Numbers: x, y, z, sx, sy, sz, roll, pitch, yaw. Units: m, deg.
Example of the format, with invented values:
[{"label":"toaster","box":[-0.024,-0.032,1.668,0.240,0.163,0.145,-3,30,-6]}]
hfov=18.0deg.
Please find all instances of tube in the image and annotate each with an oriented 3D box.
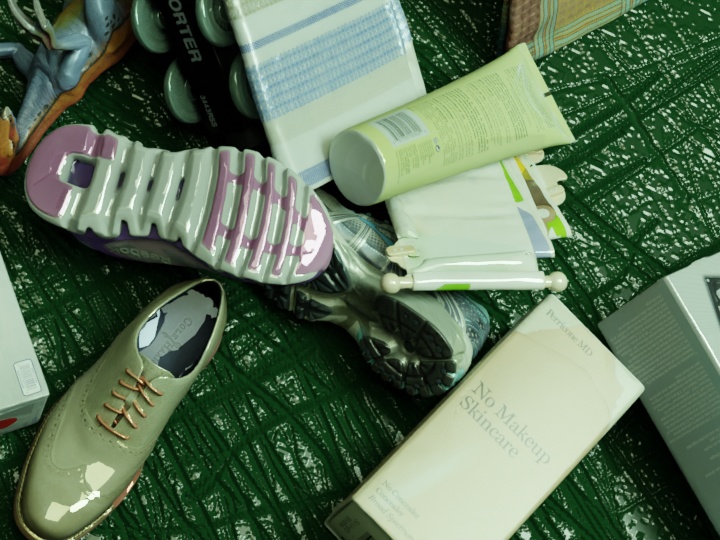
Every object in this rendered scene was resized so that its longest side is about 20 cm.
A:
[{"label":"tube","box":[0.064,-0.092,1.500,0.052,0.058,0.199,23,33,37]}]

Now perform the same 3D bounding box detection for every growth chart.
[{"label":"growth chart","box":[0.071,-0.051,1.506,0.144,0.018,0.201,4,40,-13]}]

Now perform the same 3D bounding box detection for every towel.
[{"label":"towel","box":[-0.029,-0.160,1.463,0.147,0.024,0.201,-31,110,-41]},{"label":"towel","box":[0.180,-0.223,1.578,0.199,0.147,0.022,-30,59,-22]}]

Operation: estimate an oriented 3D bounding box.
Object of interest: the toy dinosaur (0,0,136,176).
[{"label":"toy dinosaur","box":[-0.182,-0.142,1.476,0.199,0.105,0.183,11,79,-18]}]

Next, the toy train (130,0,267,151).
[{"label":"toy train","box":[-0.091,-0.181,1.478,0.114,0.085,0.201,-45,122,-43]}]

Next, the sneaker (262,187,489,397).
[{"label":"sneaker","box":[0.000,0.000,1.498,0.200,0.078,0.086,42,37,10]}]

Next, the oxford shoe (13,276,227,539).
[{"label":"oxford shoe","box":[-0.150,0.081,1.415,0.071,0.074,0.201,32,66,-3]}]

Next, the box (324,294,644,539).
[{"label":"box","box":[0.080,0.119,1.464,0.095,0.078,0.200,43,66,2]}]

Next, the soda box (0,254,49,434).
[{"label":"soda box","box":[-0.257,0.004,1.416,0.063,0.068,0.201,-17,76,-19]}]

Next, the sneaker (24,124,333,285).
[{"label":"sneaker","box":[-0.111,-0.033,1.447,0.199,0.089,0.081,14,70,9]}]

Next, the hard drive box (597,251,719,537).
[{"label":"hard drive box","box":[0.273,0.084,1.505,0.155,0.077,0.201,-22,79,-43]}]
